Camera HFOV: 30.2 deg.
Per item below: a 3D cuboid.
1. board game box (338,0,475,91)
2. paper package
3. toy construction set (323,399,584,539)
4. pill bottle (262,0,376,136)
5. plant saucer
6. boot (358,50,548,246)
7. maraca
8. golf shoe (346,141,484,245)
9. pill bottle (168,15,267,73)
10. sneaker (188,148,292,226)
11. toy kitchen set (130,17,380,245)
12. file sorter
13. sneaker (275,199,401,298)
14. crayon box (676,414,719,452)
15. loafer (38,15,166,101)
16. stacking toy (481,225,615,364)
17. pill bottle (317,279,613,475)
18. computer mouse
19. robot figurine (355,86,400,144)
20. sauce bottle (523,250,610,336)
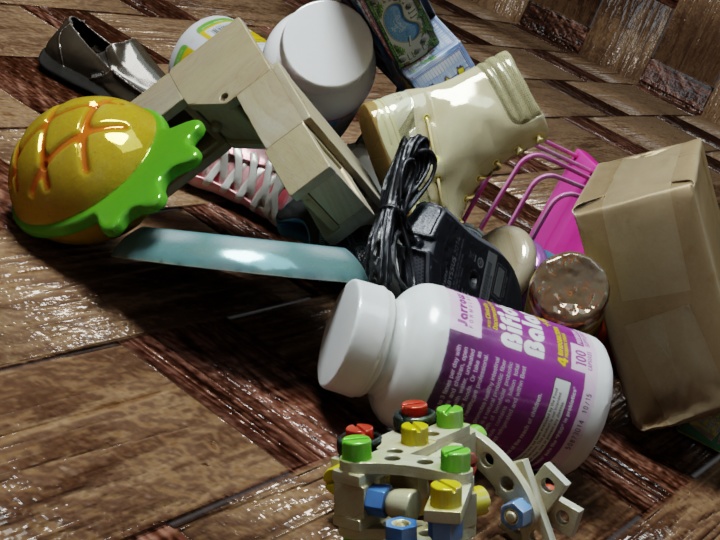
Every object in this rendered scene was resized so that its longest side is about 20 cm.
[{"bbox_3d":[0.040,-0.227,1.235,0.200,0.062,0.200,54,-1,40],"label":"board game box"},{"bbox_3d":[0.268,0.006,1.162,0.103,0.200,0.191,-14,12,20],"label":"paper package"},{"bbox_3d":[0.056,0.134,0.837,0.131,0.092,0.200,7,-1,36],"label":"toy construction set"},{"bbox_3d":[-0.045,-0.186,1.281,0.109,0.109,0.200,21,-12,-5],"label":"pill bottle"},{"bbox_3d":[-0.091,-0.013,1.032,0.200,0.027,0.200,5,1,0],"label":"plant saucer"},{"bbox_3d":[0.100,-0.079,1.180,0.155,0.200,0.073,-23,10,-12],"label":"boot"},{"bbox_3d":[-0.197,-0.076,1.028,0.200,0.137,0.107,10,-31,46],"label":"maraca"},{"bbox_3d":[0.046,-0.039,1.251,0.200,0.078,0.097,40,32,-3],"label":"golf shoe"},{"bbox_3d":[-0.112,-0.193,1.469,0.111,0.111,0.200,-1,31,-49],"label":"pill bottle"},{"bbox_3d":[-0.107,-0.095,1.273,0.200,0.075,0.105,17,15,-29],"label":"sneaker"},{"bbox_3d":[-0.093,-0.062,1.136,0.163,0.180,0.200,45,11,-51],"label":"toy kitchen set"},{"bbox_3d":[0.187,-0.047,1.364,0.125,0.139,0.200,20,19,-23],"label":"file sorter"},{"bbox_3d":[0.000,0.000,1.184,0.082,0.073,0.200,-28,54,-17],"label":"sneaker"},{"bbox_3d":[0.404,0.145,1.243,0.200,0.058,0.173,27,20,10],"label":"crayon box"},{"bbox_3d":[-0.251,-0.212,1.423,0.200,0.071,0.073,26,20,8],"label":"loafer"},{"bbox_3d":[0.189,0.033,1.247,0.200,0.085,0.085,27,14,-34],"label":"stacking toy"},{"bbox_3d":[0.075,0.074,0.983,0.200,0.112,0.112,18,20,-15],"label":"pill bottle"},{"bbox_3d":[0.063,-0.005,1.083,0.053,0.139,0.200,-7,-36,38],"label":"computer mouse"},{"bbox_3d":[0.059,-0.116,1.365,0.150,0.125,0.200,53,-22,-1],"label":"robot figurine"},{"bbox_3d":[0.168,0.044,1.112,0.066,0.066,0.200,28,-14,14],"label":"sauce bottle"}]
